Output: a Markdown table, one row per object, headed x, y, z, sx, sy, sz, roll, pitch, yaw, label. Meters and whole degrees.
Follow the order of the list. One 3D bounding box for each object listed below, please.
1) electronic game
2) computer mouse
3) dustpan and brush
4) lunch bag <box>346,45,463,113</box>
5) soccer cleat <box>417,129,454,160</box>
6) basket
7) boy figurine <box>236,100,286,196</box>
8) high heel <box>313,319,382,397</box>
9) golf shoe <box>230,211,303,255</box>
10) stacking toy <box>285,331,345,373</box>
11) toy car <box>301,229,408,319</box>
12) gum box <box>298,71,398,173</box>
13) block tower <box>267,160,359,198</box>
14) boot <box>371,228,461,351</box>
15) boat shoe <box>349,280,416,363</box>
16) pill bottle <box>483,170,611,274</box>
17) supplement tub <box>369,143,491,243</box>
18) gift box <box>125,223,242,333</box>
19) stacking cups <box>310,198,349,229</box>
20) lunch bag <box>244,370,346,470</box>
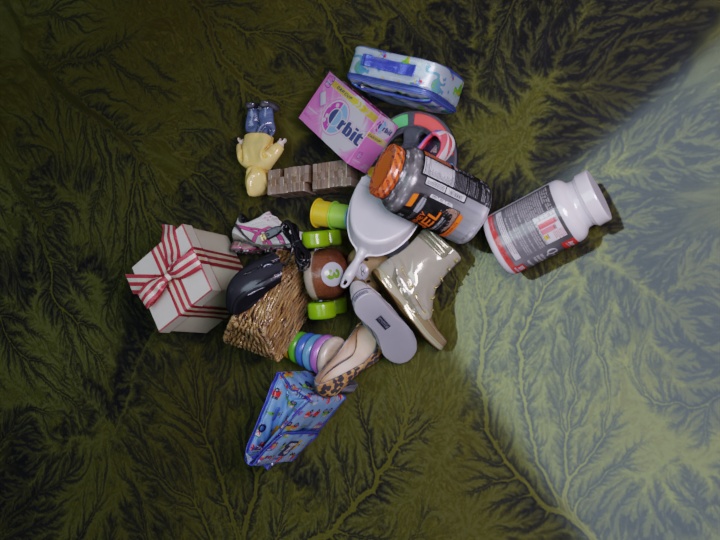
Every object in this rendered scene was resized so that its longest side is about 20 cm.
| x | y | z | sx | sy | sz | roll | pitch | yaw | label |
| --- | --- | --- | --- | --- | --- | --- | --- | --- | --- |
| 0.097 | -0.211 | 1.653 | 0.197 | 0.041 | 0.203 | -3 | 83 | 28 | electronic game |
| -0.191 | -0.016 | 1.597 | 0.199 | 0.046 | 0.141 | -33 | 48 | 14 | computer mouse |
| 0.015 | -0.059 | 1.575 | 0.138 | 0.057 | 0.201 | 28 | 71 | 11 | dustpan and brush |
| 0.083 | -0.360 | 1.609 | 0.198 | 0.160 | 0.084 | 19 | 93 | 27 | lunch bag |
| 0.100 | -0.178 | 1.589 | 0.068 | 0.073 | 0.201 | 41 | 105 | 17 | soccer cleat |
| -0.190 | 0.052 | 1.682 | 0.147 | 0.144 | 0.201 | 17 | 59 | 28 | basket |
| -0.210 | -0.258 | 1.811 | 0.123 | 0.064 | 0.203 | -2 | 85 | 27 | boy figurine |
| -0.016 | 0.151 | 1.619 | 0.071 | 0.142 | 0.202 | 28 | 98 | 27 | high heel |
| -0.188 | -0.079 | 1.775 | 0.197 | 0.072 | 0.094 | 3 | 84 | 28 | golf shoe |
| -0.124 | 0.154 | 1.722 | 0.198 | 0.085 | 0.087 | 14 | 91 | 35 | stacking toy |
| 0.000 | 0.000 | 1.634 | 0.197 | 0.158 | 0.167 | -4 | 93 | 15 | toy car |
| -0.029 | -0.299 | 1.697 | 0.114 | 0.066 | 0.200 | -54 | 52 | 13 | gum box |
| -0.095 | -0.187 | 1.746 | 0.197 | 0.054 | 0.059 | -2 | 84 | 27 | block tower |
| 0.134 | 0.033 | 1.584 | 0.154 | 0.072 | 0.201 | -40 | 100 | -9 | boot |
| 0.039 | 0.095 | 1.590 | 0.072 | 0.200 | 0.066 | -38 | 36 | 7 | boat shoe |
| 0.324 | -0.085 | 1.477 | 0.198 | 0.115 | 0.117 | -28 | 72 | 23 | pill bottle |
| 0.122 | -0.138 | 1.507 | 0.123 | 0.198 | 0.123 | -54 | 21 | 33 | supplement tub |
| -0.369 | 0.015 | 1.797 | 0.184 | 0.186 | 0.201 | -41 | 69 | 18 | gift box |
| -0.004 | -0.098 | 1.688 | 0.198 | 0.060 | 0.061 | 13 | 91 | 27 | stacking cups |
| -0.143 | 0.303 | 1.666 | 0.094 | 0.150 | 0.201 | 37 | 102 | 26 | lunch bag |
